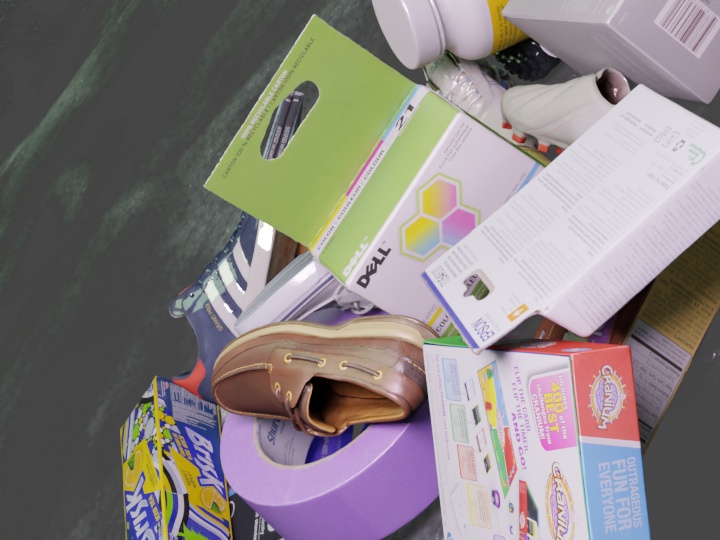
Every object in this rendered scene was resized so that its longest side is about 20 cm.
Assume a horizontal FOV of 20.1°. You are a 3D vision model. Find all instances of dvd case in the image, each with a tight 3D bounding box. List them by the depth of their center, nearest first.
[{"bbox_3d":[-0.080,-0.041,1.742,0.200,0.022,0.146,-75,-5,-50],"label":"dvd case"}]

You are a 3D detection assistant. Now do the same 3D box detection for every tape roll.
[{"bbox_3d":[-0.006,0.108,1.500,0.200,0.066,0.201,-28,35,22],"label":"tape roll"}]

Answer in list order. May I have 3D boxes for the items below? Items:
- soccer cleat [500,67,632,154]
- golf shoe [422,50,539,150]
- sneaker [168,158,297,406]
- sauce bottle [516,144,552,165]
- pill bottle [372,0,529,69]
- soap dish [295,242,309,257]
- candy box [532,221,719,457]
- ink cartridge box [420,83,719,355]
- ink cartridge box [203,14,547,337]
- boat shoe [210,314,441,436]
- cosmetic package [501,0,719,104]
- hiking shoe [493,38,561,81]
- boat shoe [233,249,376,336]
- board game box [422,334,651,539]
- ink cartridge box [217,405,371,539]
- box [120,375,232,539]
[{"bbox_3d":[0.167,-0.117,1.510,0.200,0.069,0.078,39,115,63],"label":"soccer cleat"},{"bbox_3d":[0.089,-0.135,1.681,0.078,0.097,0.200,-48,23,10],"label":"golf shoe"},{"bbox_3d":[-0.104,0.007,1.593,0.075,0.084,0.201,8,-87,-76],"label":"sneaker"},{"bbox_3d":[0.137,-0.038,1.476,0.066,0.066,0.200,-53,22,9],"label":"sauce bottle"},{"bbox_3d":[0.114,-0.238,1.632,0.199,0.113,0.112,-25,16,-13],"label":"pill bottle"},{"bbox_3d":[0.020,-0.052,1.639,0.157,0.082,0.200,-13,27,-2],"label":"soap dish"},{"bbox_3d":[0.170,0.032,1.307,0.201,0.056,0.117,-60,21,-12],"label":"candy box"},{"bbox_3d":[0.139,-0.025,1.270,0.200,0.041,0.200,-40,16,3],"label":"ink cartridge box"},{"bbox_3d":[0.015,-0.059,1.402,0.148,0.200,0.076,-56,33,5],"label":"ink cartridge box"},{"bbox_3d":[-0.033,0.080,1.435,0.199,0.072,0.068,-9,43,37],"label":"boat shoe"},{"bbox_3d":[0.198,-0.190,1.503,0.090,0.107,0.200,-56,22,0],"label":"cosmetic package"},{"bbox_3d":[0.135,-0.231,1.755,0.087,0.074,0.200,-36,32,-1],"label":"hiking shoe"},{"bbox_3d":[0.000,0.000,1.496,0.200,0.067,0.074,-39,9,3],"label":"boat shoe"},{"bbox_3d":[0.104,0.119,1.231,0.200,0.040,0.154,-178,81,-67],"label":"board game box"},{"bbox_3d":[-0.056,0.145,1.630,0.200,0.043,0.199,-34,41,45],"label":"ink cartridge box"},{"bbox_3d":[-0.151,0.185,1.656,0.070,0.064,0.200,-54,28,31],"label":"box"}]
